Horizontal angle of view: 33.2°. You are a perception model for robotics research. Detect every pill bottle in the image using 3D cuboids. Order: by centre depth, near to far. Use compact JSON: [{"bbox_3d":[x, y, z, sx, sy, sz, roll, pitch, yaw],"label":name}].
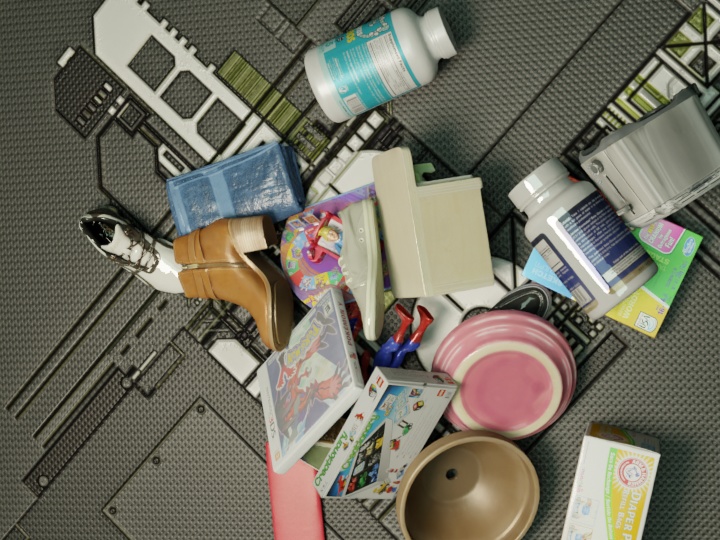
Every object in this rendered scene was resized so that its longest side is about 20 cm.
[{"bbox_3d":[0.285,-0.046,1.573,0.111,0.111,0.200,-39,84,13],"label":"pill bottle"},{"bbox_3d":[0.031,-0.291,1.669,0.199,0.111,0.111,-22,87,13],"label":"pill bottle"}]

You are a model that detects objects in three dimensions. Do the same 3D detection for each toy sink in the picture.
[{"bbox_3d":[0.100,-0.069,1.636,0.111,0.130,0.201,-10,90,-18],"label":"toy sink"}]

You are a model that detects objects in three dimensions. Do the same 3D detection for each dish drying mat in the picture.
[{"bbox_3d":[-0.094,0.349,1.776,0.076,0.018,0.201,-6,90,13],"label":"dish drying mat"}]

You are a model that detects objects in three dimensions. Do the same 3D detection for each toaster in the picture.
[{"bbox_3d":[0.393,-0.145,1.569,0.199,0.114,0.130,-31,89,-23],"label":"toaster"}]

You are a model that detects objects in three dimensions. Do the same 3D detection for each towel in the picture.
[{"bbox_3d":[-0.182,-0.108,1.756,0.199,0.049,0.112,-17,85,16],"label":"towel"}]

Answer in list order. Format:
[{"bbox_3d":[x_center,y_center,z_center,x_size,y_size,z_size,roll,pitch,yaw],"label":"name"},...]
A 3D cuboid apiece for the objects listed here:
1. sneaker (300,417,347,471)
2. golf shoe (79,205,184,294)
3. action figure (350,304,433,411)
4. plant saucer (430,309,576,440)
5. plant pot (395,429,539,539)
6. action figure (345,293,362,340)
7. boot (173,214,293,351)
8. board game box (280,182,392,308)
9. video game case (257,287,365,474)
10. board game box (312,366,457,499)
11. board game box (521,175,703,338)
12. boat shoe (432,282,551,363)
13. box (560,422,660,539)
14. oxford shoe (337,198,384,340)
[{"bbox_3d":[-0.012,0.265,1.732,0.199,0.067,0.090,23,140,-8],"label":"sneaker"},{"bbox_3d":[-0.332,-0.024,1.781,0.199,0.094,0.078,29,98,10],"label":"golf shoe"},{"bbox_3d":[0.033,0.134,1.697,0.052,0.065,0.201,46,122,36],"label":"action figure"},{"bbox_3d":[0.196,0.152,1.638,0.199,0.051,0.202,1,115,1],"label":"plant saucer"},{"bbox_3d":[0.138,0.299,1.659,0.200,0.093,0.202,-5,111,-12],"label":"plant pot"},{"bbox_3d":[-0.046,0.104,1.740,0.065,0.052,0.201,33,98,15],"label":"action figure"},{"bbox_3d":[-0.185,0.026,1.720,0.154,0.077,0.201,-12,94,21],"label":"boot"},{"bbox_3d":[-0.028,-0.036,1.711,0.199,0.039,0.159,-19,74,15],"label":"board game box"},{"bbox_3d":[-0.073,0.152,1.667,0.200,0.023,0.183,-48,38,31],"label":"video game case"},{"bbox_3d":[0.033,0.219,1.605,0.035,0.126,0.201,51,121,44],"label":"board game box"},{"bbox_3d":[0.340,-0.020,1.639,0.199,0.040,0.154,25,98,12],"label":"board game box"},{"bbox_3d":[0.178,0.089,1.671,0.200,0.066,0.070,-34,84,13],"label":"boat shoe"},{"bbox_3d":[0.332,0.318,1.620,0.101,0.112,0.201,13,94,13],"label":"box"},{"bbox_3d":[0.000,0.000,1.643,0.057,0.075,0.201,-7,72,6],"label":"oxford shoe"}]
